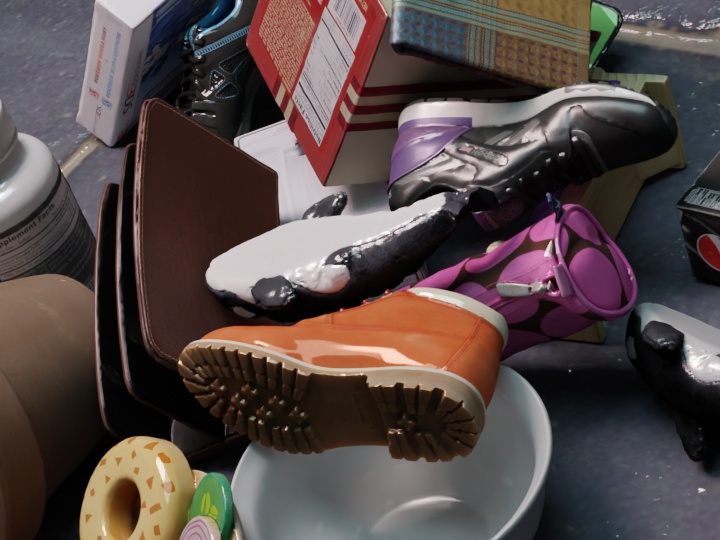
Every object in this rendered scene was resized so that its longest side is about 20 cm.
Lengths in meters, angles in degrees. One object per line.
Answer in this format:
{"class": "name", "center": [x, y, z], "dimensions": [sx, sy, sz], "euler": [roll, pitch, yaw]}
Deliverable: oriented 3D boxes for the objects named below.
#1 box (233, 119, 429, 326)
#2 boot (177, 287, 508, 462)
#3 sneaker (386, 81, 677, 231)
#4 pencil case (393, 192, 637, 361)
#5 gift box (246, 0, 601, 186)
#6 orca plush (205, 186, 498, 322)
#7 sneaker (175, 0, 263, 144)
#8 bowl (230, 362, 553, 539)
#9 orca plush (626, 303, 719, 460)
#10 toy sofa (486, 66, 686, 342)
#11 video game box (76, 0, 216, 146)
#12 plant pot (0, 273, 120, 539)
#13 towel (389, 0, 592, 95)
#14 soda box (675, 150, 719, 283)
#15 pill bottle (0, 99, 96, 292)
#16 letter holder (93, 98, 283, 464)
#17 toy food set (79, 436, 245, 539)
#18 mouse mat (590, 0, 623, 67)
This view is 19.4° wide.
{"class": "box", "center": [-0.022, -0.039, 1.543], "dimensions": [0.116, 0.060, 0.200], "euler": [-18, 38, 5]}
{"class": "boot", "center": [-0.008, 0.054, 1.277], "dimensions": [0.199, 0.075, 0.107], "euler": [6, 42, 21]}
{"class": "sneaker", "center": [0.111, -0.063, 1.383], "dimensions": [0.199, 0.076, 0.088], "euler": [-4, 57, 30]}
{"class": "pencil case", "center": [0.072, 0.028, 1.344], "dimensions": [0.200, 0.091, 0.094], "euler": [-29, 8, 34]}
{"class": "gift box", "center": [0.052, -0.179, 1.494], "dimensions": [0.186, 0.200, 0.185], "euler": [-6, 54, -30]}
{"class": "orca plush", "center": [0.000, 0.000, 1.334], "dimensions": [0.199, 0.071, 0.105], "euler": [-24, 29, 17]}
{"class": "sneaker", "center": [-0.119, -0.149, 1.667], "dimensions": [0.073, 0.082, 0.201], "euler": [9, 70, 52]}
{"class": "bowl", "center": [0.028, 0.147, 1.272], "dimensions": [0.200, 0.091, 0.201], "euler": [-14, 39, 11]}
{"class": "orca plush", "center": [0.228, 0.085, 1.282], "dimensions": [0.200, 0.071, 0.105], "euler": [25, 13, 38]}
{"class": "toy sofa", "center": [0.146, -0.048, 1.455], "dimensions": [0.097, 0.083, 0.200], "euler": [6, 45, 29]}
{"class": "video game box", "center": [-0.146, -0.217, 1.731], "dimensions": [0.047, 0.182, 0.200], "euler": [40, 62, 7]}
{"class": "plant pot", "center": [-0.250, 0.089, 1.425], "dimensions": [0.200, 0.201, 0.174], "euler": [12, 30, 36]}
{"class": "towel", "center": [0.091, -0.213, 1.415], "dimensions": [0.146, 0.022, 0.201], "euler": [14, 61, -16]}
{"class": "soda box", "center": [0.295, -0.075, 1.424], "dimensions": [0.063, 0.071, 0.200], "euler": [18, 53, 39]}
{"class": "pill bottle", "center": [-0.257, -0.029, 1.532], "dimensions": [0.110, 0.200, 0.111], "euler": [-14, 37, 11]}
{"class": "letter holder", "center": [-0.133, 0.006, 1.412], "dimensions": [0.100, 0.142, 0.201], "euler": [-24, 53, 30]}
{"class": "toy food set", "center": [-0.132, 0.204, 1.242], "dimensions": [0.198, 0.049, 0.201], "euler": [26, 89, 58]}
{"class": "mouse mat", "center": [0.083, -0.171, 1.627], "dimensions": [0.199, 0.008, 0.161], "euler": [25, 69, 22]}
